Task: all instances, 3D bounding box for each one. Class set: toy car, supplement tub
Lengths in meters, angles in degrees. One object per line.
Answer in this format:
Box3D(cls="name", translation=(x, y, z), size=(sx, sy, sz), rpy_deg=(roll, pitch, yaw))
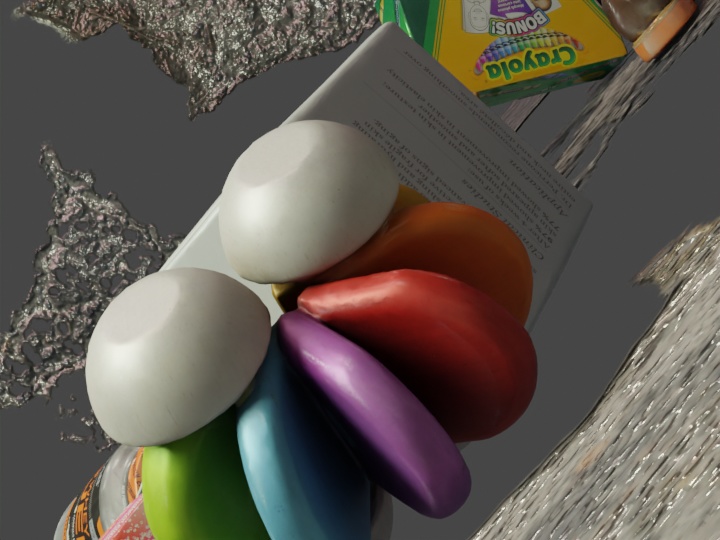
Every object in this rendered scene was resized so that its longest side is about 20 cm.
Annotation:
Box3D(cls="toy car", translation=(-0.002, 0.050, 0.758), size=(0.149, 0.176, 0.200), rpy_deg=(16, 57, 46))
Box3D(cls="supplement tub", translation=(-0.150, 0.189, 1.332), size=(0.123, 0.122, 0.200), rpy_deg=(-50, 3, -34))

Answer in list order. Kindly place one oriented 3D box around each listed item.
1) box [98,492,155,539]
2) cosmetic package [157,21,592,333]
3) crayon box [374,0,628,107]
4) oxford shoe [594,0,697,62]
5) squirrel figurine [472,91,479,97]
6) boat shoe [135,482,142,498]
Box3D(cls="box", translation=(-0.136, 0.218, 0.910), size=(0.200, 0.100, 0.095), rpy_deg=(-50, 2, -22))
Box3D(cls="cosmetic package", translation=(0.000, 0.000, 0.990), size=(0.166, 0.167, 0.200), rpy_deg=(-46, 3, 31))
Box3D(cls="crayon box", translation=(0.125, -0.213, 1.591), size=(0.198, 0.120, 0.058), rpy_deg=(-16, -11, -21))
Box3D(cls="oxford shoe", translation=(0.226, -0.223, 1.425), size=(0.071, 0.073, 0.200), rpy_deg=(-49, 2, 16))
Box3D(cls="squirrel figurine", translation=(0.068, -0.060, 1.492), size=(0.186, 0.142, 0.200), rpy_deg=(-39, 13, -21))
Box3D(cls="boat shoe", translation=(-0.139, 0.209, 1.202), size=(0.062, 0.074, 0.201), rpy_deg=(-72, 7, -58))
